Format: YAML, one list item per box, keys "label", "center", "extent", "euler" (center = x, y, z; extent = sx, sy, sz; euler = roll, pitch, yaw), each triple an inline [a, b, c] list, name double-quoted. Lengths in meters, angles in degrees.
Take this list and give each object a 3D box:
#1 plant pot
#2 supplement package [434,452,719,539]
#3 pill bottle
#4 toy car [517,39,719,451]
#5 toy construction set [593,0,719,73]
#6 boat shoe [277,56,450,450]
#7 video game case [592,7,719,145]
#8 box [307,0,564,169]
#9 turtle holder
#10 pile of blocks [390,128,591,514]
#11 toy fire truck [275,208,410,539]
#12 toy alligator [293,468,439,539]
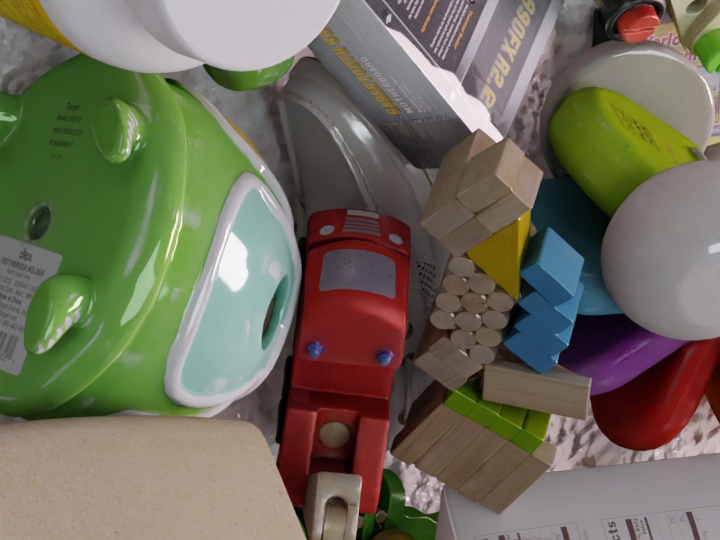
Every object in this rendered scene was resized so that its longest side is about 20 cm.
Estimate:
- label: "plant pot"
  center: [-0.115, 0.160, 1.018]
  extent: [0.177, 0.200, 0.200]
  euler: [-17, 81, -36]
- label: "supplement package"
  center: [0.139, 0.160, 1.191]
  extent: [0.199, 0.110, 0.114]
  euler: [-5, 139, -10]
- label: "pill bottle"
  center: [-0.091, -0.135, 0.963]
  extent: [0.111, 0.200, 0.112]
  euler: [-13, 113, -32]
- label: "toy car"
  center: [0.137, 0.006, 1.187]
  extent: [0.150, 0.175, 0.200]
  euler: [-42, 123, 15]
- label: "toy construction set"
  center: [0.145, -0.162, 1.091]
  extent: [0.131, 0.092, 0.200]
  euler: [-27, 136, 3]
- label: "boat shoe"
  center: [0.000, 0.000, 1.162]
  extent: [0.069, 0.071, 0.200]
  euler: [-36, 124, -19]
- label: "video game case"
  center: [0.195, -0.053, 1.316]
  extent: [0.200, 0.025, 0.181]
  euler: [-10, 112, -32]
- label: "box"
  center: [0.034, -0.169, 1.098]
  extent: [0.158, 0.048, 0.200]
  euler: [47, 56, -38]
- label: "turtle holder"
  center: [-0.094, -0.020, 1.057]
  extent: [0.132, 0.141, 0.186]
  euler: [25, 54, -40]
- label: "pile of blocks"
  center: [0.065, 0.015, 1.108]
  extent: [0.200, 0.082, 0.062]
  euler: [96, 11, -46]
- label: "toy fire truck"
  center: [-0.012, 0.091, 1.104]
  extent: [0.049, 0.141, 0.200]
  euler: [6, 126, -3]
- label: "toy alligator"
  center: [-0.039, 0.129, 1.187]
  extent: [0.200, 0.059, 0.054]
  euler: [-18, 116, -31]
